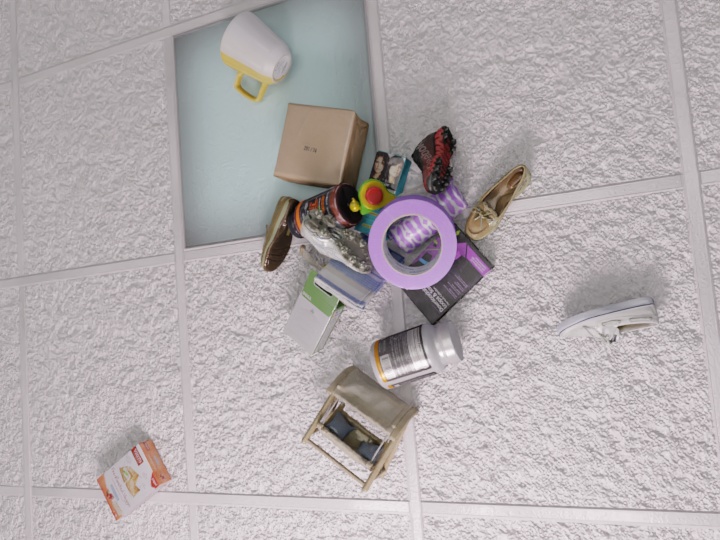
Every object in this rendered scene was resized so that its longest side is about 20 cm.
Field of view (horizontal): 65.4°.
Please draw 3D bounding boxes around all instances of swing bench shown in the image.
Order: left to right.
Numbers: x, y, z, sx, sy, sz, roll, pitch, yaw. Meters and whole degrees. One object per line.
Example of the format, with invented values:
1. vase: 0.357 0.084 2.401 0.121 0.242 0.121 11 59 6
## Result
1. swing bench: 0.001 0.365 1.329 0.197 0.129 0.203 30 98 21

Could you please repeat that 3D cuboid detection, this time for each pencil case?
1. pencil case: 0.157 -0.126 1.319 0.199 0.084 0.086 -37 54 15

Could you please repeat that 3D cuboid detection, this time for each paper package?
1. paper package: -0.099 -0.309 1.417 0.196 0.103 0.195 13 92 23

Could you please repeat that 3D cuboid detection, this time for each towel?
1. towel: 0.000 0.000 1.337 0.145 0.200 0.024 31 143 19

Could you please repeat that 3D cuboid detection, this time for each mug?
1. mug: -0.266 -0.565 1.497 0.152 0.187 0.150 35 67 11

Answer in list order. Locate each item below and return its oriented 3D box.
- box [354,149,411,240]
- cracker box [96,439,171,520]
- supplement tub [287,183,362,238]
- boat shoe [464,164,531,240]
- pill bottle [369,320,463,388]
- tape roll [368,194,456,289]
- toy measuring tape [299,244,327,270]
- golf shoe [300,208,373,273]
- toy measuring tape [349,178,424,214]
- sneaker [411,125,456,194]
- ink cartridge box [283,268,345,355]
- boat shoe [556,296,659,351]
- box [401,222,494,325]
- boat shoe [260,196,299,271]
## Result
1. box: 0.055 -0.184 1.376 0.081 0.049 0.204 18 94 21
2. cracker box: -0.654 0.603 1.618 0.199 0.058 0.135 -40 75 15
3. supplement tub: -0.093 -0.136 1.386 0.198 0.106 0.109 -17 81 42
4. boat shoe: 0.304 -0.157 1.267 0.073 0.062 0.201 40 102 18
5. pill bottle: 0.129 0.191 1.293 0.197 0.116 0.119 -21 80 19
6. tape roll: 0.118 -0.064 1.262 0.195 0.066 0.205 2 105 8
7. toy measuring tape: -0.067 -0.006 1.403 0.199 0.073 0.074 42 102 23
8. golf shoe: -0.056 -0.060 1.320 0.199 0.097 0.079 40 60 -8
9. toy measuring tape: 0.062 -0.194 1.309 0.197 0.074 0.075 -24 79 -1
10. sneaker: 0.162 -0.245 1.293 0.096 0.071 0.203 -14 45 32
11. ink cartridge box: -0.107 0.098 1.393 0.103 0.059 0.202 36 118 19
12. boat shoe: 0.515 0.124 1.161 0.198 0.075 0.088 -17 64 14
13. box: 0.195 0.008 1.318 0.200 0.036 0.143 -46 72 15
14. boat shoe: -0.221 -0.098 1.481 0.075 0.071 0.203 23 89 35
